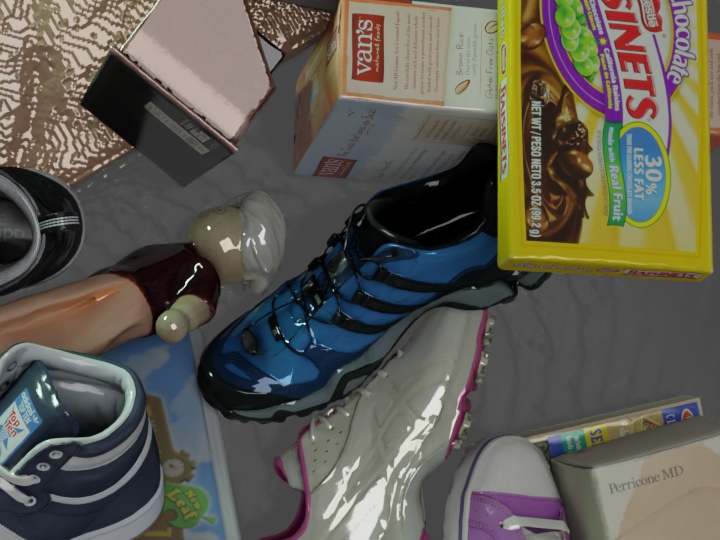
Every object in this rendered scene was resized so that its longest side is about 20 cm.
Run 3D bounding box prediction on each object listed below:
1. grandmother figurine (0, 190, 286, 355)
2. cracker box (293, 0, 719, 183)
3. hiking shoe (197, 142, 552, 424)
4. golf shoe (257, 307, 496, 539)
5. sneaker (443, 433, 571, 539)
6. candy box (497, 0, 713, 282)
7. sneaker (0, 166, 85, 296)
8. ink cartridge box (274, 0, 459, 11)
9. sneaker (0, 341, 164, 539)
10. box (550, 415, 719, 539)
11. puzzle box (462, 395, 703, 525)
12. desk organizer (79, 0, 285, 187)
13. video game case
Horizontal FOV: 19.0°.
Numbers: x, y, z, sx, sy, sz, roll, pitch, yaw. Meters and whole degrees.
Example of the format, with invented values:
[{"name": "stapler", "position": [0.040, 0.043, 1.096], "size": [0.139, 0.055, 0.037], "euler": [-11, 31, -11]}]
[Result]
[{"name": "grandmother figurine", "position": [-0.116, 0.015, 1.071], "size": [0.199, 0.121, 0.061], "euler": [-29, 123, -31]}, {"name": "cracker box", "position": [0.073, -0.084, 1.091], "size": [0.198, 0.134, 0.058], "euler": [4, 77, -11]}, {"name": "hiking shoe", "position": [0.000, 0.000, 1.076], "size": [0.199, 0.075, 0.087], "euler": [-30, 140, -4]}, {"name": "golf shoe", "position": [0.008, 0.085, 1.114], "size": [0.091, 0.075, 0.201], "euler": [21, 81, 1]}, {"name": "sneaker", "position": [0.103, 0.172, 1.066], "size": [0.072, 0.114, 0.202], "euler": [5, 71, -32]}, {"name": "candy box", "position": [0.116, -0.097, 1.019], "size": [0.101, 0.026, 0.202], "euler": [4, 76, -14]}, {"name": "sneaker", "position": [-0.232, -0.019, 1.047], "size": [0.198, 0.114, 0.076], "euler": [-6, 90, -10]}, {"name": "ink cartridge box", "position": [-0.006, -0.239, 1.084], "size": [0.128, 0.125, 0.202], "euler": [9, 88, -11]}, {"name": "sneaker", "position": [-0.182, 0.102, 0.975], "size": [0.199, 0.109, 0.070], "euler": [-22, 56, -21]}, {"name": "box", "position": [0.171, 0.184, 1.114], "size": [0.094, 0.078, 0.202], "euler": [-15, 93, -10]}, {"name": "puzzle box", "position": [0.139, 0.179, 1.160], "size": [0.132, 0.025, 0.202], "euler": [-12, 92, -11]}, {"name": "desk organizer", "position": [-0.078, -0.099, 1.034], "size": [0.072, 0.200, 0.077], "euler": [39, 81, -8]}, {"name": "video game case", "position": [-0.152, 0.119, 1.048], "size": [0.181, 0.022, 0.201], "euler": [-6, 51, -10]}]
